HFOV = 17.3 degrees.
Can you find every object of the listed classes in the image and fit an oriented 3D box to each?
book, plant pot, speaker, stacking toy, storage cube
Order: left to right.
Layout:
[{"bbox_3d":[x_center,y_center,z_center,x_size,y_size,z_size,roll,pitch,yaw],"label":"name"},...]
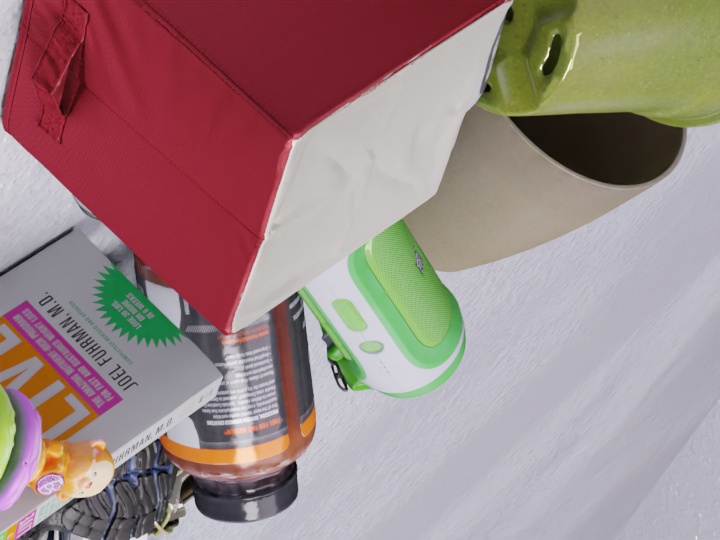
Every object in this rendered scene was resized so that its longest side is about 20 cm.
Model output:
[{"bbox_3d":[-0.216,0.093,1.283,0.200,0.110,0.116,21,111,-37],"label":"stacking toy"},{"bbox_3d":[-0.198,0.076,1.387,0.200,0.134,0.048,-36,161,-33],"label":"book"},{"bbox_3d":[-0.058,-0.108,1.244,0.200,0.180,0.171,-36,160,-36],"label":"storage cube"},{"bbox_3d":[0.000,0.000,1.481,0.088,0.088,0.200,-45,141,-9],"label":"speaker"},{"bbox_3d":[0.102,-0.087,1.720,0.187,0.187,0.200,-29,169,-45],"label":"plant pot"},{"bbox_3d":[0.152,-0.177,1.536,0.184,0.200,0.200,-16,146,-42],"label":"plant pot"}]

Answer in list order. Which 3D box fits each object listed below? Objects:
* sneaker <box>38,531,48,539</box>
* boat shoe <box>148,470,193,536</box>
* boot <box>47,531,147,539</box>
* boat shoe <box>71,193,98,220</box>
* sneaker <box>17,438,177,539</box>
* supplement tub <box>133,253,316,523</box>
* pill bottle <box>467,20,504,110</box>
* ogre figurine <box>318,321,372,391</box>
[{"bbox_3d":[-0.295,0.251,1.626,0.200,0.081,0.147,-38,157,-46],"label":"sneaker"},{"bbox_3d":[-0.152,0.165,1.815,0.202,0.060,0.072,-40,161,-23],"label":"boat shoe"},{"bbox_3d":[-0.182,0.119,1.652,0.073,0.090,0.200,9,100,-35],"label":"boot"},{"bbox_3d":[-0.106,-0.066,1.423,0.200,0.070,0.066,-40,161,-48],"label":"boat shoe"},{"bbox_3d":[-0.207,0.138,1.553,0.200,0.078,0.075,-5,113,-39],"label":"sneaker"},{"bbox_3d":[-0.085,0.063,1.539,0.107,0.107,0.200,-31,124,-43],"label":"supplement tub"},{"bbox_3d":[0.031,-0.158,1.430,0.114,0.114,0.200,-34,153,-36],"label":"pill bottle"},{"bbox_3d":[-0.011,-0.021,1.615,0.098,0.120,0.200,-26,137,0],"label":"ogre figurine"}]
